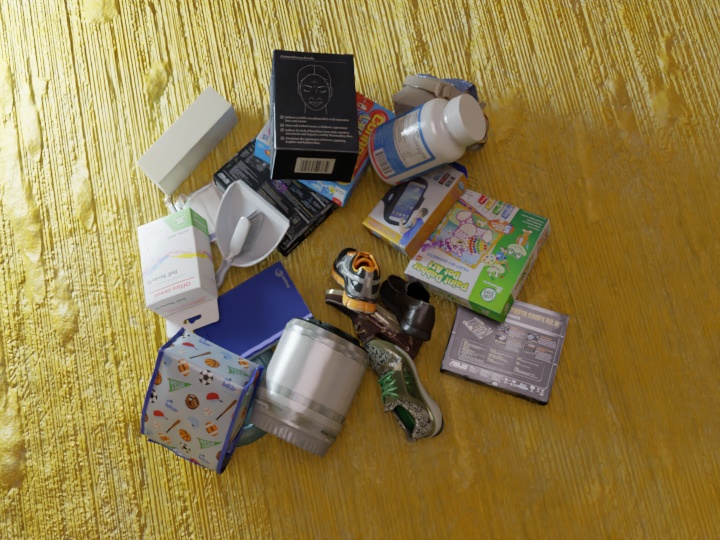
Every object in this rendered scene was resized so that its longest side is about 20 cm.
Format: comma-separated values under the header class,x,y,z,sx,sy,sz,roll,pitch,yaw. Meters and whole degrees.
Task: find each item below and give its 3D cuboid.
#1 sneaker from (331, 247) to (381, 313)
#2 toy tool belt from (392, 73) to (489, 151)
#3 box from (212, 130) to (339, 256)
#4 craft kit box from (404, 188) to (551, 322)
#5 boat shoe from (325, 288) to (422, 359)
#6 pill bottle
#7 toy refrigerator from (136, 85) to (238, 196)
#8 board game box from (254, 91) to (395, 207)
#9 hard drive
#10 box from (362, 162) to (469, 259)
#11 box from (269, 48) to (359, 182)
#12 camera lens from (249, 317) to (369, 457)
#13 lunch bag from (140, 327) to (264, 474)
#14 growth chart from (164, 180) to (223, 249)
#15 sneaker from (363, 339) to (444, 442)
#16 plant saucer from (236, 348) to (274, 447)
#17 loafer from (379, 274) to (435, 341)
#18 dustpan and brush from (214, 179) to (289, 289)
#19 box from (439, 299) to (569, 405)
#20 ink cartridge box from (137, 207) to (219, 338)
class,x,y,z,sx,sy,sz,roll,pitch,yaw
sneaker,0.000,0.000,1.575,0.076,0.201,0.079,8,112,-16
toy tool belt,0.165,-0.310,1.663,0.197,0.126,0.124,18,57,29
box,-0.151,-0.152,1.672,0.200,0.044,0.160,44,75,10
craft kit box,0.207,-0.034,1.600,0.197,0.049,0.200,22,74,27
boat shoe,0.019,0.097,1.604,0.197,0.072,0.073,26,77,2
pill bottle,0.117,-0.232,1.576,0.197,0.111,0.115,-18,72,38
toy refrigerator,-0.325,-0.245,1.700,0.070,0.076,0.201,39,82,11
board game box,-0.064,-0.251,1.664,0.193,0.056,0.202,29,65,3
hard drive,-0.198,0.086,1.619,0.197,0.025,0.133,-30,65,-9
box,0.107,-0.130,1.644,0.118,0.042,0.201,31,80,40
box,-0.084,-0.269,1.578,0.145,0.107,0.205,1,67,-10
camera lens,-0.085,0.193,1.536,0.157,0.160,0.204,23,80,8
lunch bag,-0.274,0.227,1.528,0.167,0.124,0.204,23,110,7
growth chart,-0.256,-0.112,1.694,0.196,0.018,0.147,-24,77,-3
sneaker,0.063,0.208,1.549,0.077,0.088,0.202,-44,76,34
plant saucer,-0.231,0.211,1.610,0.195,0.027,0.205,0,76,2
loafer,0.091,0.051,1.557,0.072,0.200,0.072,20,106,-24
dustpan and brush,-0.223,-0.041,1.630,0.139,0.057,0.202,38,123,15
box,0.254,0.131,1.593,0.195,0.048,0.162,16,77,7
ink cartridge box,-0.326,0.004,1.615,0.115,0.067,0.204,-19,66,13
